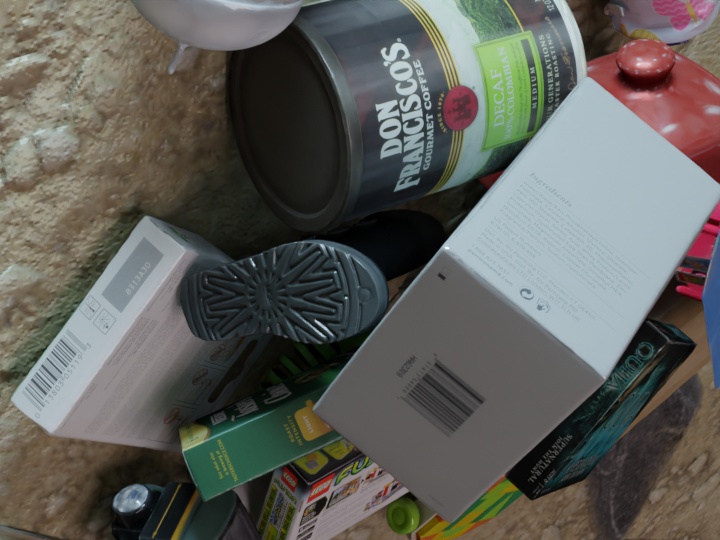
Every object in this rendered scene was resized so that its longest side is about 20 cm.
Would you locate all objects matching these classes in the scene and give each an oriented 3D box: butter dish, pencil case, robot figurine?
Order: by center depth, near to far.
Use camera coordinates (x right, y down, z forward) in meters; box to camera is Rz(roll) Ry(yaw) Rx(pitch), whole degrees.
[{"bbox_3d":[-0.075,-0.214,0.875,0.169,0.113,0.201,-29,142,-58],"label":"robot figurine"},{"bbox_3d":[0.209,-0.257,1.121,0.090,0.083,0.200,-7,145,20],"label":"pencil case"},{"bbox_3d":[0.211,-0.105,1.141,0.199,0.200,0.148,-21,134,-21],"label":"butter dish"}]

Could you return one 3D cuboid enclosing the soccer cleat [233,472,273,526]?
[{"bbox_3d":[-0.084,0.225,1.245,0.078,0.069,0.200,-55,142,-35],"label":"soccer cleat"}]

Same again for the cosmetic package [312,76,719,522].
[{"bbox_3d":[0.100,0.020,0.959,0.200,0.123,0.199,-50,178,-41],"label":"cosmetic package"}]

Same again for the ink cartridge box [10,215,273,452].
[{"bbox_3d":[-0.140,0.053,1.097,0.161,0.050,0.200,-53,158,6],"label":"ink cartridge box"}]

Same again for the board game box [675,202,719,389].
[{"bbox_3d":[0.257,-0.018,1.056,0.158,0.039,0.200,-61,152,-21],"label":"board game box"}]

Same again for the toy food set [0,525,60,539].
[{"bbox_3d":[-0.271,0.269,1.124,0.144,0.060,0.200,-53,141,6],"label":"toy food set"}]

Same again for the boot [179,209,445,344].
[{"bbox_3d":[-0.001,0.000,1.046,0.200,0.164,0.066,-14,100,-53],"label":"boot"}]

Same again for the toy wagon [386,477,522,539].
[{"bbox_3d":[0.119,0.186,1.376,0.155,0.040,0.200,-5,147,-48],"label":"toy wagon"}]

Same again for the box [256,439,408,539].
[{"bbox_3d":[0.010,0.150,1.195,0.200,0.035,0.110,-24,146,-38],"label":"box"}]

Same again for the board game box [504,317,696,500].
[{"bbox_3d":[0.170,0.092,1.034,0.135,0.028,0.200,-51,164,9],"label":"board game box"}]

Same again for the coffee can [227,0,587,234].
[{"bbox_3d":[0.031,-0.122,1.019,0.199,0.146,0.147,-19,132,-31],"label":"coffee can"}]

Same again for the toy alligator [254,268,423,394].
[{"bbox_3d":[-0.023,0.060,1.181,0.200,0.059,0.054,-46,140,-3],"label":"toy alligator"}]

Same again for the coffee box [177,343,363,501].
[{"bbox_3d":[-0.035,0.099,1.095,0.199,0.123,0.044,-24,95,-6],"label":"coffee box"}]

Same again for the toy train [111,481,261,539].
[{"bbox_3d":[-0.119,0.240,1.159,0.085,0.114,0.200,-62,142,-42],"label":"toy train"}]

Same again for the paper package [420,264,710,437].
[{"bbox_3d":[0.182,0.019,1.223,0.190,0.200,0.104,-39,140,-12],"label":"paper package"}]
